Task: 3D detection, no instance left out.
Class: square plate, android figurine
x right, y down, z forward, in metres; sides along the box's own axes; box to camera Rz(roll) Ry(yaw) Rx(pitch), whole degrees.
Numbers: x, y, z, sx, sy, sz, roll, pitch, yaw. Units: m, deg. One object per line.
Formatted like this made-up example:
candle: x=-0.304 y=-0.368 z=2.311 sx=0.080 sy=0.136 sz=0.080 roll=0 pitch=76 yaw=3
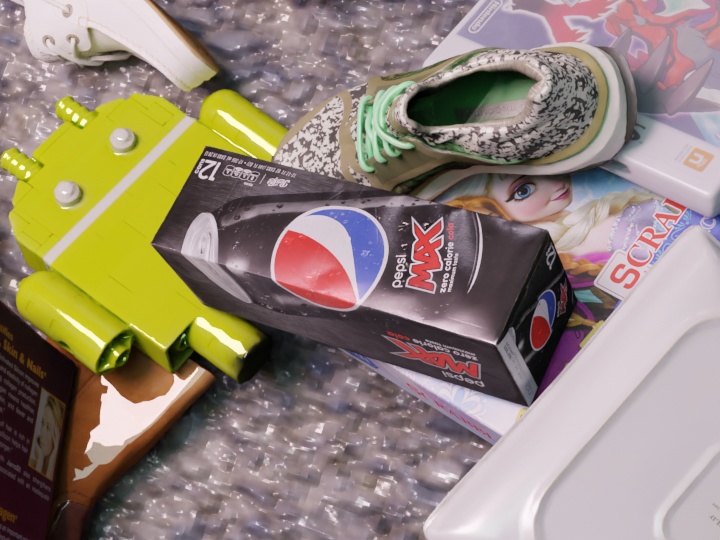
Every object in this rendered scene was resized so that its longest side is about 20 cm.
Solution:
square plate: x=0.164 y=0.114 z=0.702 sx=0.200 sy=0.028 sz=0.198 roll=44 pitch=79 yaw=-1
android figurine: x=-0.113 y=-0.027 z=0.868 sx=0.200 sy=0.041 sz=0.182 roll=37 pitch=68 yaw=18

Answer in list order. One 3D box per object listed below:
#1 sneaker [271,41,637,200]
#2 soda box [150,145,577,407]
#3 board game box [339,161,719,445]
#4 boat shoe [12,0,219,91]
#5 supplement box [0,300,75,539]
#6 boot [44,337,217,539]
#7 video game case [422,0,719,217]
sneaker: x=0.029 y=-0.077 z=0.760 sx=0.199 sy=0.088 sz=0.077 roll=-13 pitch=76 yaw=30
soda box: x=0.000 y=0.000 z=0.760 sx=0.199 sy=0.071 sz=0.064 roll=15 pitch=67 yaw=29
board game box: x=0.094 y=-0.012 z=0.796 sx=0.199 sy=0.041 sz=0.200 roll=29 pitch=77 yaw=32
boat shoe: x=-0.167 y=-0.150 z=0.917 sx=0.200 sy=0.071 sz=0.069 roll=37 pitch=88 yaw=28
supplement box: x=-0.220 y=0.120 z=0.785 sx=0.085 sy=0.110 sz=0.201 roll=-1 pitch=66 yaw=16
boot: x=-0.147 y=0.133 z=0.856 sx=0.188 sy=0.069 sz=0.200 roll=38 pitch=83 yaw=29
video game case: x=0.160 y=-0.137 z=0.806 sx=0.182 sy=0.023 sz=0.200 roll=29 pitch=68 yaw=32
